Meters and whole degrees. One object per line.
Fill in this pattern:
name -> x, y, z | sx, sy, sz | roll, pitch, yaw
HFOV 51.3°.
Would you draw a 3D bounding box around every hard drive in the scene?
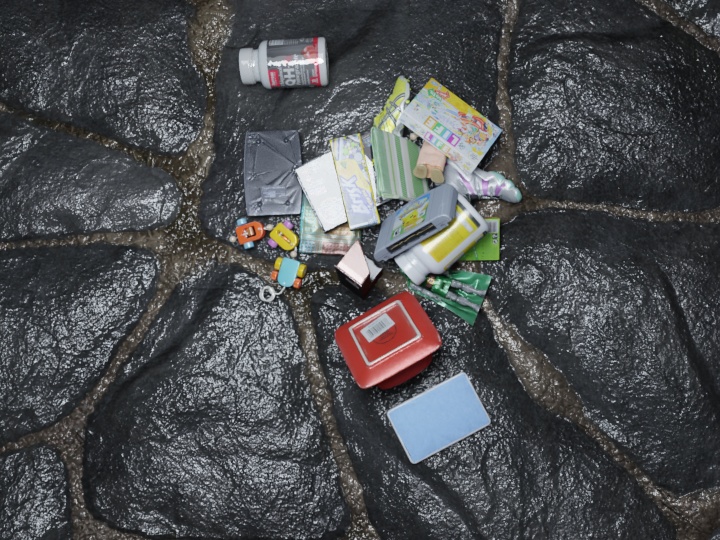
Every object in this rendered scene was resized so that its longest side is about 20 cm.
hard drive -> -0.200, -0.223, 1.734 | 0.135, 0.042, 0.200 | -3, 83, 2

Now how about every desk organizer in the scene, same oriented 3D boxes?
desk organizer -> 0.000, 0.000, 1.616 | 0.072, 0.200, 0.077 | 37, 83, 8

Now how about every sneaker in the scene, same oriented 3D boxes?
sneaker -> 0.071, -0.357, 1.727 | 0.076, 0.075, 0.200 | 11, 81, 3
sneaker -> 0.252, -0.168, 1.698 | 0.200, 0.078, 0.140 | 31, 86, 15

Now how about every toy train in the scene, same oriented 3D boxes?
toy train -> -0.202, -0.036, 1.706 | 0.150, 0.056, 0.200 | -22, 84, 10

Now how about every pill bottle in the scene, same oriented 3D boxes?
pill bottle -> -0.175, -0.478, 1.735 | 0.200, 0.111, 0.111 | -3, 82, 2
pill bottle -> 0.172, -0.063, 1.620 | 0.200, 0.112, 0.112 | -42, 82, 6

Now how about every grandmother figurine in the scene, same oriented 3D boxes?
grandmother figurine -> 0.172, -0.292, 1.693 | 0.121, 0.061, 0.200 | 22, 59, -2

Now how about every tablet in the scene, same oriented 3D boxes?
tablet -> 0.173, 0.325, 1.658 | 0.200, 0.014, 0.130 | -27, 82, -3

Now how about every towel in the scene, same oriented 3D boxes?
towel -> 0.090, -0.224, 1.657 | 0.023, 0.200, 0.153 | -12, 80, 35
towel -> -0.065, -0.134, 1.724 | 0.146, 0.022, 0.200 | 3, 82, 5

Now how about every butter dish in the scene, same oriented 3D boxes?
butter dish -> 0.074, 0.177, 1.623 | 0.200, 0.148, 0.200 | -30, 42, 0

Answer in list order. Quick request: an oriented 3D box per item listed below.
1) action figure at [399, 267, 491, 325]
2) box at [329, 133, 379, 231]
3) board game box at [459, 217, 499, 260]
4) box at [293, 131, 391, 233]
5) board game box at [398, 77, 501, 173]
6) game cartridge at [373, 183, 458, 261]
action figure -> 0.180, 0.033, 1.681 | 0.200, 0.055, 0.118 | 21, 86, 9
box -> -0.012, -0.190, 1.634 | 0.070, 0.064, 0.200 | -13, 89, 0
board game box -> 0.212, -0.070, 1.690 | 0.200, 0.030, 0.096 | -2, 103, 0
box -> -0.028, -0.198, 1.688 | 0.200, 0.044, 0.160 | -26, 89, 1
board game box -> 0.201, -0.323, 1.664 | 0.200, 0.034, 0.135 | 36, 59, 1
game cartridge -> 0.116, -0.105, 1.596 | 0.200, 0.133, 0.040 | -30, 114, 31
